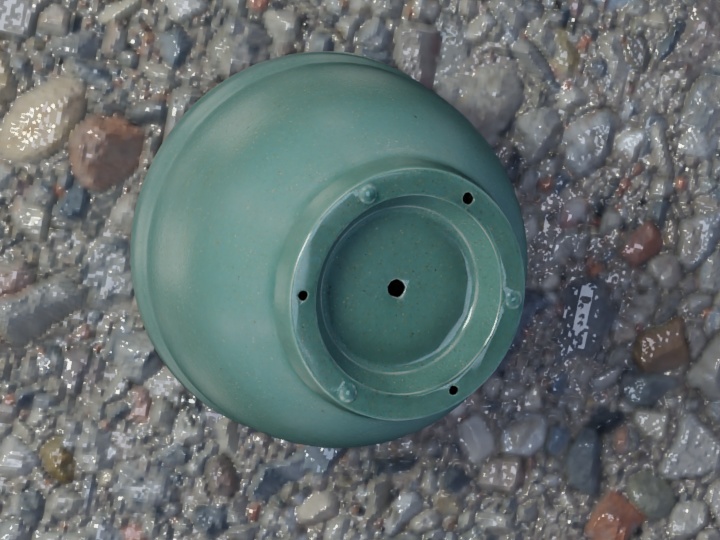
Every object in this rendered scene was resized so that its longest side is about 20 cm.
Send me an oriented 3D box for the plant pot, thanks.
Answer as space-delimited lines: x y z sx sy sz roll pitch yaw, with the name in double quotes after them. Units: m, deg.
0.000 0.000 0.887 0.199 0.134 0.202 -4 103 -20 "plant pot"
